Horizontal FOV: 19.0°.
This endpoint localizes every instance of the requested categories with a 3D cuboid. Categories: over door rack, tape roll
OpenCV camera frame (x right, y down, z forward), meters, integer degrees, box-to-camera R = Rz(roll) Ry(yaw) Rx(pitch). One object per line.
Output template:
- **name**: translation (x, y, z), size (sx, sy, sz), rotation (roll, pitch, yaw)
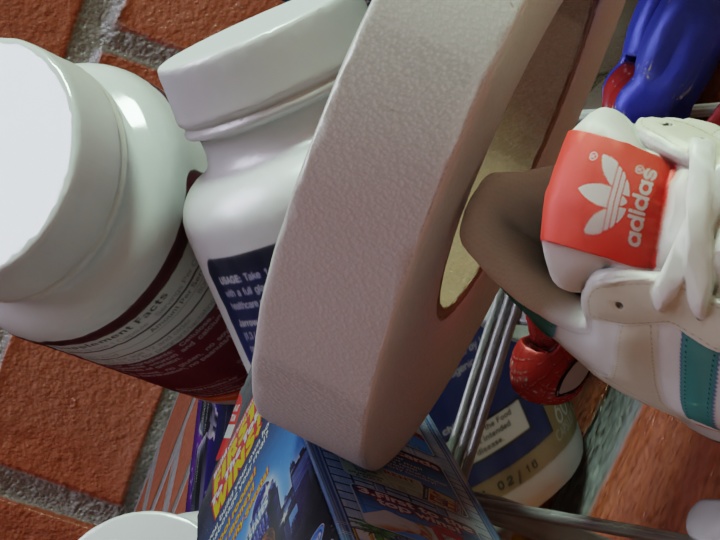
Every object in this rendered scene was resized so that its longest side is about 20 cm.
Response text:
- **over door rack**: translation (0.099, 0.019, 0.647), size (0.200, 0.066, 0.149), rotation (-8, 63, 66)
- **tape roll**: translation (0.030, -0.043, 0.597), size (0.204, 0.037, 0.203), rotation (-61, -12, -22)

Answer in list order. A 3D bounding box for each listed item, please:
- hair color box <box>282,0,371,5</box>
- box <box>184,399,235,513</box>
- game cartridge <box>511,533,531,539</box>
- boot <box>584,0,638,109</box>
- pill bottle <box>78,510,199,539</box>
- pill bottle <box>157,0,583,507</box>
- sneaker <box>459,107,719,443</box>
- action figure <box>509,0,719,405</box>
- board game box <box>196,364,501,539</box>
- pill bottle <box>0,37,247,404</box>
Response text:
- **hair color box**: translation (0.030, -0.160, 1.019), size (0.061, 0.198, 0.101), rotation (121, 166, -56)
- **box**: translation (-0.033, 0.046, 1.040), size (0.141, 0.078, 0.202), rotation (134, 144, -69)
- **game cartridge**: translation (0.036, 0.203, 0.735), size (0.200, 0.032, 0.178), rotation (-100, 30, -77)
- **boot**: translation (0.075, -0.084, 0.888), size (0.199, 0.072, 0.156), rotation (-15, 53, 56)
- **pill bottle**: translation (-0.050, 0.159, 0.854), size (0.200, 0.111, 0.113), rotation (48, -124, -63)
- **pill bottle**: translation (0.000, 0.000, 0.810), size (0.111, 0.110, 0.201), rotation (-106, -7, -77)
- **sneaker**: translation (0.089, 0.004, 0.471), size (0.199, 0.093, 0.071), rotation (7, 75, 67)
- **action figure**: translation (0.084, -0.052, 0.593), size (0.066, 0.051, 0.201), rotation (-109, 40, -68)
- **board game box**: translation (-0.023, 0.117, 0.664), size (0.200, 0.061, 0.201), rotation (-94, 28, -64)
- **pill bottle**: translation (-0.097, -0.017, 0.885), size (0.200, 0.113, 0.115), rotation (27, -100, -58)
